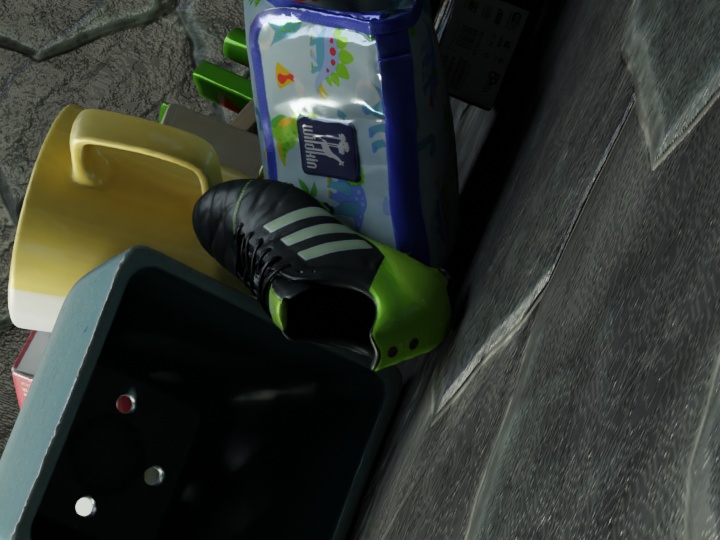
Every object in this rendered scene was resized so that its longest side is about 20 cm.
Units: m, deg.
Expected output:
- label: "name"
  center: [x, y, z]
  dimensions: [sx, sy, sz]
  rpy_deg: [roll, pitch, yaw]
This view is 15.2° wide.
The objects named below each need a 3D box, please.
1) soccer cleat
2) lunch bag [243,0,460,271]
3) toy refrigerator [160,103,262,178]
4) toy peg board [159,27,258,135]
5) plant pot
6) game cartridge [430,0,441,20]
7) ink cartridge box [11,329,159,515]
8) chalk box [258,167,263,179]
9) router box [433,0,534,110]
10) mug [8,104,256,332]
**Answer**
- label: "soccer cleat"
  center: [-0.036, 0.000, 1.553]
  dimensions: [0.081, 0.199, 0.068]
  rpy_deg: [-28, -51, -39]
- label: "lunch bag"
  center: [0.001, -0.090, 1.625]
  dimensions: [0.200, 0.127, 0.171]
  rpy_deg: [-135, 35, -67]
- label: "toy refrigerator"
  center: [-0.134, -0.023, 1.905]
  dimensions: [0.200, 0.076, 0.070]
  rpy_deg: [120, 169, -51]
- label: "toy peg board"
  center: [-0.087, -0.075, 2.092]
  dimensions: [0.200, 0.097, 0.200]
  rpy_deg: [-49, -33, -25]
- label: "plant pot"
  center: [-0.125, 0.115, 1.661]
  dimensions: [0.200, 0.195, 0.197]
  rpy_deg: [-6, 61, 66]
- label: "game cartridge"
  center: [0.069, -0.247, 1.856]
  dimensions: [0.200, 0.041, 0.133]
  rpy_deg: [-55, -31, -22]
- label: "ink cartridge box"
  center: [-0.168, 0.090, 1.882]
  dimensions: [0.201, 0.082, 0.146]
  rpy_deg: [87, -160, -48]
- label: "chalk box"
  center: [-0.032, -0.025, 1.952]
  dimensions: [0.125, 0.123, 0.201]
  rpy_deg: [-119, 50, -82]
- label: "router box"
  center: [0.096, -0.212, 1.767]
  dimensions: [0.149, 0.051, 0.201]
  rpy_deg: [-97, 28, -81]
- label: "mug"
  center: [-0.136, -0.017, 1.736]
  dimensions: [0.187, 0.152, 0.150]
  rpy_deg: [6, -81, -85]
